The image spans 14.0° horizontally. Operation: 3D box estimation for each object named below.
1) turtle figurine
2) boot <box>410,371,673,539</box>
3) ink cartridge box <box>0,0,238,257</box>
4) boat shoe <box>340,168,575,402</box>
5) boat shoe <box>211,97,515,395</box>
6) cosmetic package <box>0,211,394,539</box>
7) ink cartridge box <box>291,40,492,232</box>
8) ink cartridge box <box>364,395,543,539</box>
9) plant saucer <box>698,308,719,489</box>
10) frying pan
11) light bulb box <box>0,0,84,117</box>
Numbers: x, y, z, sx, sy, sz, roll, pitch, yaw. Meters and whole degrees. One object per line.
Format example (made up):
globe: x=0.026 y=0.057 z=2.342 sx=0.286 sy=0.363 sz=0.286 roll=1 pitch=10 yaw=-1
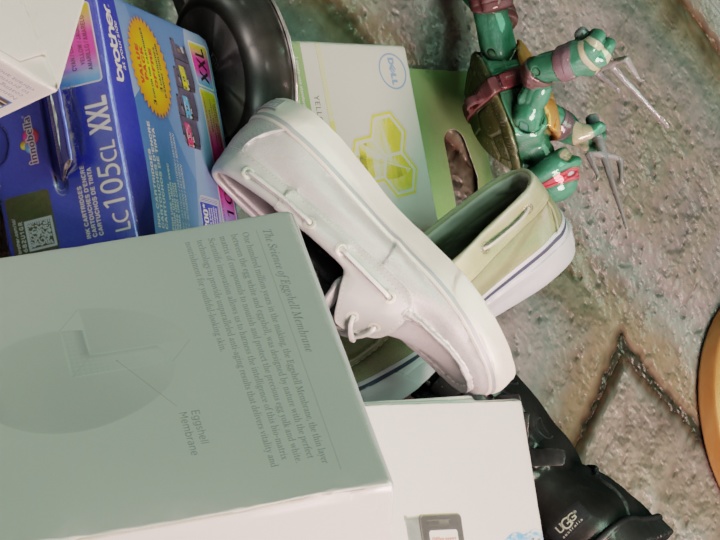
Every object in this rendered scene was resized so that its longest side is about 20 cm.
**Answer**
turtle figurine: x=0.108 y=-0.115 z=1.792 sx=0.101 sy=0.150 sz=0.200 roll=-23 pitch=81 yaw=-12
boot: x=0.104 y=0.118 z=1.744 sx=0.162 sy=0.073 sz=0.198 roll=49 pitch=3 yaw=11
ink cartridge box: x=-0.134 y=-0.065 z=1.522 sx=0.200 sy=0.076 sz=0.136 roll=11 pitch=67 yaw=-72
boat shoe: x=0.031 y=0.014 z=1.677 sx=0.200 sy=0.072 sz=0.062 roll=-37 pitch=121 yaw=-13
boat shoe: x=0.000 y=0.000 z=1.575 sx=0.069 sy=0.072 sz=0.200 roll=-44 pitch=104 yaw=-20
cosmetic package: x=-0.104 y=0.091 z=1.399 sx=0.200 sy=0.123 sz=0.199 roll=-10 pitch=42 yaw=-10
ink cartridge box: x=0.024 y=-0.060 z=1.756 sx=0.200 sy=0.048 sz=0.146 roll=-2 pitch=78 yaw=-42
ink cartridge box: x=0.005 y=0.179 z=1.589 sx=0.146 sy=0.147 sz=0.200 roll=1 pitch=76 yaw=-44
plant saucer: x=0.306 y=0.101 z=1.987 sx=0.200 sy=0.037 sz=0.200 roll=16 pitch=66 yaw=-40
frying pan: x=-0.082 y=-0.147 z=1.634 sx=0.031 sy=0.115 sz=0.190 roll=-14 pitch=86 yaw=-33
light bulb box: x=-0.227 y=-0.168 z=1.435 sx=0.125 sy=0.200 sz=0.198 roll=32 pitch=57 yaw=-32
